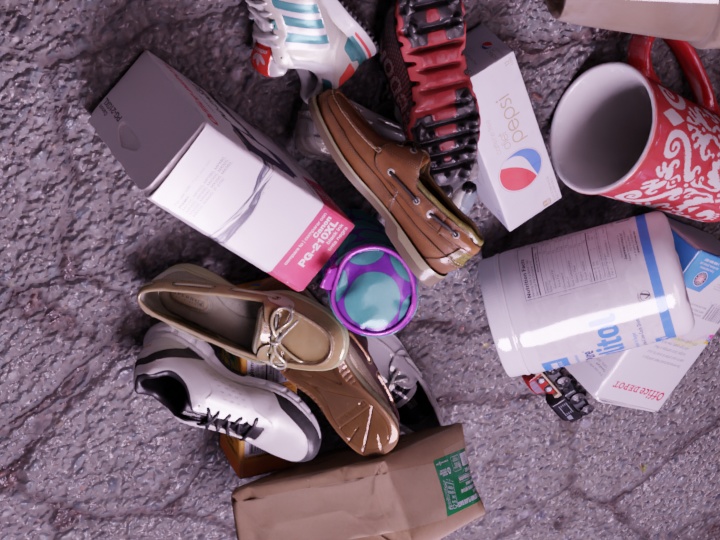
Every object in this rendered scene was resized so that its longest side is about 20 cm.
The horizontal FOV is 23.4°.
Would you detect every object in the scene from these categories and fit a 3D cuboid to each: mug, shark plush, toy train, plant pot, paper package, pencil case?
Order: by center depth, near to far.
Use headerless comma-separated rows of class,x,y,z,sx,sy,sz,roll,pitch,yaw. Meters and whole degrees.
plant pot,0.257,-0.294,1.586,0.172,0.201,0.201,-8,128,-7
pencil case,0.000,0.000,1.617,0.092,0.200,0.086,23,97,-11
shark plush,0.062,-0.026,1.699,0.090,0.084,0.200,1,167,-2
paper package,0.001,0.235,1.749,0.190,0.104,0.200,-15,178,27
mug,0.318,-0.139,1.763,0.199,0.134,0.178,15,115,-42
toy train,0.204,0.116,1.944,0.046,0.034,0.200,-33,135,10

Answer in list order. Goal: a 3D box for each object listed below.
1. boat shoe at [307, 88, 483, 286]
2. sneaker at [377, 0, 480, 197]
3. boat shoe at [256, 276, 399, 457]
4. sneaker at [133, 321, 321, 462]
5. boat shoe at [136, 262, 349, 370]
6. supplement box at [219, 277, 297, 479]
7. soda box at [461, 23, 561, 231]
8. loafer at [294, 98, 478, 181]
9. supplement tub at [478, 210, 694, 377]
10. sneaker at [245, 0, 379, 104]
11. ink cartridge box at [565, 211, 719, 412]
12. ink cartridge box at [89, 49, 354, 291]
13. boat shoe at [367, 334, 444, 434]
boat shoe,0.034,-0.086,1.533,0.068,0.072,0.200,-36,93,20
sneaker,0.061,-0.169,1.583,0.070,0.098,0.202,-12,103,-16
boat shoe,-0.026,0.082,1.652,0.072,0.072,0.200,-35,99,24
sneaker,-0.131,0.132,1.650,0.199,0.080,0.074,30,126,-3
boat shoe,-0.108,0.048,1.592,0.063,0.200,0.074,-31,140,-63
supplement box,-0.101,0.108,1.726,0.068,0.067,0.201,-10,126,-22
soda box,0.133,-0.137,1.693,0.068,0.064,0.201,-32,134,-7
loafer,0.030,-0.125,1.631,0.199,0.070,0.070,13,84,-34
supplement tub,0.233,0.025,1.782,0.199,0.132,0.132,-16,134,11
sneaker,-0.068,-0.218,1.504,0.093,0.070,0.200,-48,136,0
ink cartridge box,0.325,0.049,1.919,0.144,0.085,0.201,16,112,-50
ink cartridge box,-0.121,-0.086,1.516,0.084,0.145,0.200,-50,133,8
boat shoe,0.029,0.116,1.812,0.072,0.066,0.200,-37,134,-3
